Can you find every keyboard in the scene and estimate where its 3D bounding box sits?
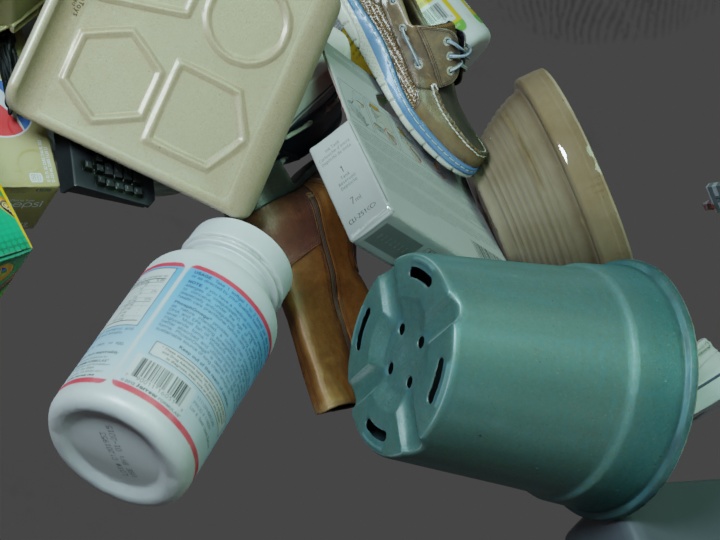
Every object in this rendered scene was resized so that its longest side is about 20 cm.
[{"bbox_3d":[-0.211,-0.142,1.216,0.127,0.021,0.201,11,55,-36],"label":"keyboard"}]

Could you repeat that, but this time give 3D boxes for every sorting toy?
[{"bbox_3d":[-0.132,-0.158,1.197,0.200,0.036,0.186,26,82,-21],"label":"sorting toy"}]

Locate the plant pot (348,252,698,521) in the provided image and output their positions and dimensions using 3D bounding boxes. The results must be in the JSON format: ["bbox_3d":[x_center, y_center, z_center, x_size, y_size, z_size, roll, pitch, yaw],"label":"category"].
[{"bbox_3d":[0.109,0.076,1.231,0.195,0.200,0.201,10,57,-29],"label":"plant pot"}]

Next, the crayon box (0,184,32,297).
[{"bbox_3d":[-0.303,-0.062,1.122,0.058,0.119,0.200,-19,72,-38],"label":"crayon box"}]

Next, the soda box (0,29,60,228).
[{"bbox_3d":[-0.279,-0.131,1.216,0.068,0.064,0.201,-2,64,-32],"label":"soda box"}]

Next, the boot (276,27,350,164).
[{"bbox_3d":[-0.079,-0.106,1.300,0.073,0.091,0.200,35,54,26],"label":"boot"}]

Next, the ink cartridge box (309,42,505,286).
[{"bbox_3d":[0.033,-0.068,1.304,0.200,0.045,0.177,30,30,-51],"label":"ink cartridge box"}]

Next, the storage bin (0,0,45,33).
[{"bbox_3d":[-0.228,-0.292,1.155,0.094,0.200,0.199,33,55,13],"label":"storage bin"}]

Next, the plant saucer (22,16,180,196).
[{"bbox_3d":[-0.177,-0.154,1.303,0.199,0.050,0.201,15,56,-23],"label":"plant saucer"}]

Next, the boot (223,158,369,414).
[{"bbox_3d":[0.000,0.000,1.308,0.188,0.068,0.200,-17,77,-49],"label":"boot"}]

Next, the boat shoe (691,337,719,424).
[{"bbox_3d":[0.243,0.106,1.394,0.200,0.074,0.065,-16,66,-48],"label":"boat shoe"}]

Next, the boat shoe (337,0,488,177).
[{"bbox_3d":[0.048,-0.169,1.329,0.200,0.072,0.072,55,18,-2],"label":"boat shoe"}]

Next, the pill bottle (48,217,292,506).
[{"bbox_3d":[-0.125,0.057,1.164,0.109,0.109,0.200,37,49,-7],"label":"pill bottle"}]

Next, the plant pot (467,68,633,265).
[{"bbox_3d":[0.148,-0.058,1.388,0.092,0.201,0.201,-24,72,2],"label":"plant pot"}]

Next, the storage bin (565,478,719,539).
[{"bbox_3d":[0.262,0.232,1.285,0.199,0.146,0.135,0,52,-32],"label":"storage bin"}]

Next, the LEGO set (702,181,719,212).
[{"bbox_3d":[0.410,-0.072,1.599,0.154,0.116,0.200,57,47,-29],"label":"LEGO set"}]

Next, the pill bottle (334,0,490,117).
[{"bbox_3d":[0.009,-0.240,1.430,0.200,0.111,0.111,51,49,6],"label":"pill bottle"}]
